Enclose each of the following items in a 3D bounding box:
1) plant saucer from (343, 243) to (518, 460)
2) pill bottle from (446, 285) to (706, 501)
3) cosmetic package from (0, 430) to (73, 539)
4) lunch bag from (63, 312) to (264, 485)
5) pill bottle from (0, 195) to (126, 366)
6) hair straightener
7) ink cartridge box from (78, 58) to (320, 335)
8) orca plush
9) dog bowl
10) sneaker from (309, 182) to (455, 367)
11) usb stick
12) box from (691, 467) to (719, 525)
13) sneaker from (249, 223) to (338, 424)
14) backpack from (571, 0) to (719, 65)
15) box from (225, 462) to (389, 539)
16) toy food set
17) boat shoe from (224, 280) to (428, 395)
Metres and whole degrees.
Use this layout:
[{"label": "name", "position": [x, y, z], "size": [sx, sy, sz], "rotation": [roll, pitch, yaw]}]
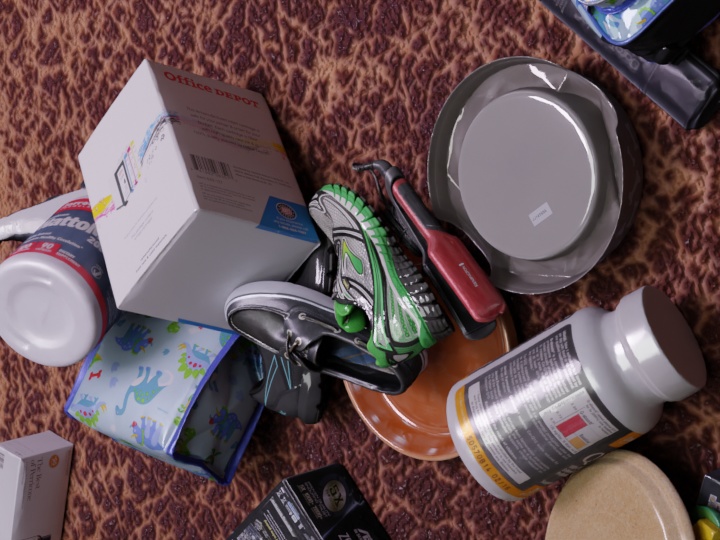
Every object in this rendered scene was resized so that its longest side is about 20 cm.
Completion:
[{"label": "plant saucer", "position": [0.063, 0.074, 1.521], "size": [0.199, 0.032, 0.202], "rotation": [6, 99, 39]}, {"label": "pill bottle", "position": [0.178, 0.101, 1.367], "size": [0.199, 0.116, 0.117], "rotation": [-32, 76, 27]}, {"label": "cosmetic package", "position": [-0.384, 0.291, 1.888], "size": [0.050, 0.082, 0.202], "rotation": [21, 110, 33]}, {"label": "lunch bag", "position": [-0.175, 0.092, 1.663], "size": [0.169, 0.127, 0.201], "rotation": [14, 76, 37]}, {"label": "pill bottle", "position": [-0.270, -0.005, 1.626], "size": [0.119, 0.200, 0.120], "rotation": [9, 121, 16]}, {"label": "hair straightener", "position": [0.052, -0.018, 1.452], "size": [0.200, 0.041, 0.077], "rotation": [51, 153, 19]}, {"label": "ink cartridge box", "position": [-0.159, -0.070, 1.571], "size": [0.145, 0.146, 0.201], "rotation": [-48, 46, 31]}, {"label": "orca plush", "position": [-0.320, -0.035, 1.793], "size": [0.199, 0.106, 0.071], "rotation": [-19, 124, 18]}, {"label": "dog bowl", "position": [0.152, -0.082, 1.407], "size": [0.199, 0.058, 0.202], "rotation": [8, 102, 39]}, {"label": "sneaker", "position": [0.000, 0.000, 1.464], "size": [0.085, 0.078, 0.200], "rotation": [-33, 52, 0]}, {"label": "usb stick", "position": [0.219, -0.192, 1.354], "size": [0.200, 0.032, 0.056], "rotation": [46, 129, 25]}, {"label": "box", "position": [0.328, 0.281, 1.325], "size": [0.159, 0.043, 0.202], "rotation": [23, 111, 35]}, {"label": "sneaker", "position": [-0.060, 0.049, 1.578], "size": [0.079, 0.075, 0.202], "rotation": [12, 105, 13]}, {"label": "backpack", "position": [0.211, -0.289, 1.268], "size": [0.183, 0.147, 0.201], "rotation": [-44, 61, 20]}, {"label": "box", "position": [-0.039, 0.319, 1.604], "size": [0.164, 0.086, 0.201], "rotation": [-49, 66, 33]}, {"label": "toy food set", "position": [0.221, 0.250, 1.367], "size": [0.198, 0.048, 0.202], "rotation": [42, 123, 53]}, {"label": "boat shoe", "position": [-0.037, 0.063, 1.499], "size": [0.198, 0.057, 0.069], "rotation": [14, 129, 15]}]
